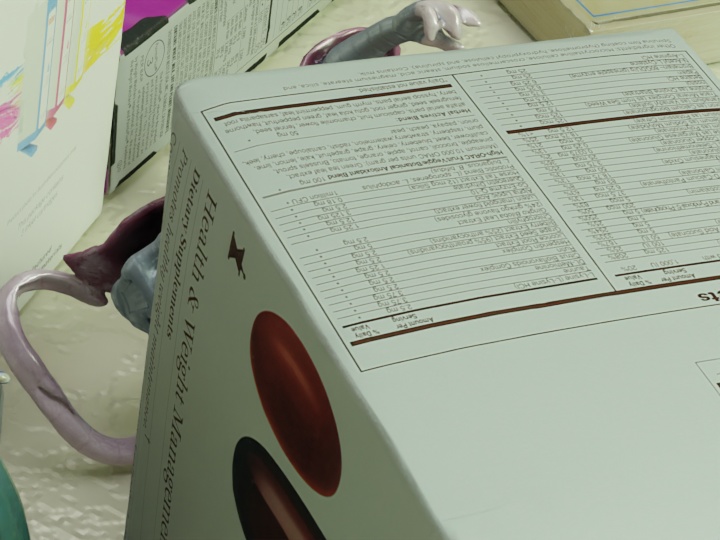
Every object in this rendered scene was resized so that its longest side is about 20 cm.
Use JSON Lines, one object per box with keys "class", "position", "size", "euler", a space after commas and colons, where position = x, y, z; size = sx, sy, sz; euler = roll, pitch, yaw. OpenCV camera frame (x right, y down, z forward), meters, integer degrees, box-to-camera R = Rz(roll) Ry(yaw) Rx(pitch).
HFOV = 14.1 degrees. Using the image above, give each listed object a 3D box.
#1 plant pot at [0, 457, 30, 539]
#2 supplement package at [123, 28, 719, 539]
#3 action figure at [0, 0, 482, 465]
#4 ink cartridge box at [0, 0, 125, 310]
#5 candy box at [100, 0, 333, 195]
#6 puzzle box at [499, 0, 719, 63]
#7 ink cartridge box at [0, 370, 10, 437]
{"class": "plant pot", "position": [-0.174, 0.130, 0.602], "size": [0.199, 0.201, 0.197], "euler": [5, 43, -6]}
{"class": "supplement package", "position": [0.043, 0.079, 0.708], "size": [0.146, 0.192, 0.200], "euler": [-8, 39, -22]}
{"class": "action figure", "position": [0.000, 0.000, 0.917], "size": [0.148, 0.134, 0.200], "euler": [-26, 12, 23]}
{"class": "ink cartridge box", "position": [-0.150, -0.089, 0.883], "size": [0.128, 0.201, 0.125], "euler": [18, 36, 12]}
{"class": "candy box", "position": [-0.094, -0.118, 1.056], "size": [0.136, 0.061, 0.200], "euler": [22, 37, 18]}
{"class": "puzzle box", "position": [0.138, -0.133, 1.162], "size": [0.199, 0.026, 0.133], "euler": [-12, 42, -27]}
{"class": "ink cartridge box", "position": [-0.192, 0.041, 0.740], "size": [0.195, 0.044, 0.200], "euler": [3, -2, -9]}
